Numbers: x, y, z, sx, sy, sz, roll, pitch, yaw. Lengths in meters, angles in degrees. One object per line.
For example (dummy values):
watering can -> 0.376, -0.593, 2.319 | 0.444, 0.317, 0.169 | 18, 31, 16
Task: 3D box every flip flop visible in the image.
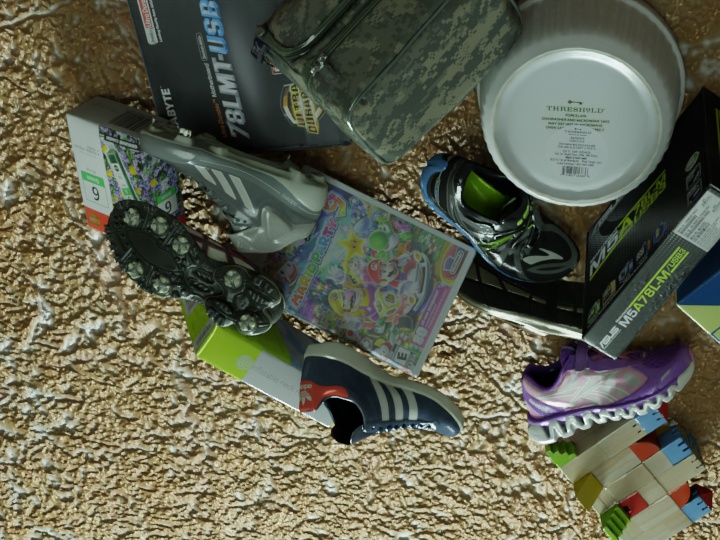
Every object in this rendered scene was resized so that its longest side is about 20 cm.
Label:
flip flop -> 0.179, 0.034, 1.499 | 0.198, 0.082, 0.058 | 18, 146, -3

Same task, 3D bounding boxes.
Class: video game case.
video game case -> 0.000, 0.000, 1.474 | 0.198, 0.018, 0.145 | 26, 91, 8

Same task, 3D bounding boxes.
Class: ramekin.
ramekin -> 0.203, -0.156, 1.349 | 0.197, 0.105, 0.202 | 5, 123, 7

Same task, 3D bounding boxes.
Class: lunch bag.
lunch bag -> 0.017, -0.220, 1.289 | 0.200, 0.168, 0.139 | -47, 150, 5

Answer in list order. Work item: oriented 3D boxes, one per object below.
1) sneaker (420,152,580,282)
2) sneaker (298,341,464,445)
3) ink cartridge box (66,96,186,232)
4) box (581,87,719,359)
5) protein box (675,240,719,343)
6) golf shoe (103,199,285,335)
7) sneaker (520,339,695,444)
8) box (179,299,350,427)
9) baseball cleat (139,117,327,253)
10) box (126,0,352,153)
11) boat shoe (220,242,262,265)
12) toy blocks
sneaker -> 0.144, -0.047, 1.422 | 0.199, 0.071, 0.082 | 35, 167, -28
sneaker -> 0.017, 0.147, 1.479 | 0.198, 0.085, 0.075 | 26, 158, -25
ink cartridge box -> -0.236, -0.070, 1.498 | 0.108, 0.050, 0.202 | 20, 130, 33
box -> 0.279, -0.046, 1.352 | 0.047, 0.194, 0.201 | 28, 124, -10
protein box -> 0.402, -0.041, 1.325 | 0.135, 0.201, 0.198 | 39, 121, -14
golf shoe -> -0.164, -0.002, 1.440 | 0.199, 0.088, 0.078 | 33, 100, 5
sneaker -> 0.253, 0.111, 1.530 | 0.198, 0.081, 0.089 | -22, 103, 22
box -> -0.092, 0.088, 1.525 | 0.199, 0.122, 0.048 | 32, 104, -27
baseball cleat -> -0.130, -0.075, 1.420 | 0.198, 0.070, 0.108 | 17, 103, -16
box -> -0.115, -0.212, 1.412 | 0.196, 0.050, 0.202 | -3, 121, 12
boat shoe -> -0.076, -0.005, 1.523 | 0.197, 0.072, 0.066 | 16, 114, 4
toy blocks -> 0.312, 0.217, 1.582 | 0.136, 0.100, 0.200 | -35, 110, 16
